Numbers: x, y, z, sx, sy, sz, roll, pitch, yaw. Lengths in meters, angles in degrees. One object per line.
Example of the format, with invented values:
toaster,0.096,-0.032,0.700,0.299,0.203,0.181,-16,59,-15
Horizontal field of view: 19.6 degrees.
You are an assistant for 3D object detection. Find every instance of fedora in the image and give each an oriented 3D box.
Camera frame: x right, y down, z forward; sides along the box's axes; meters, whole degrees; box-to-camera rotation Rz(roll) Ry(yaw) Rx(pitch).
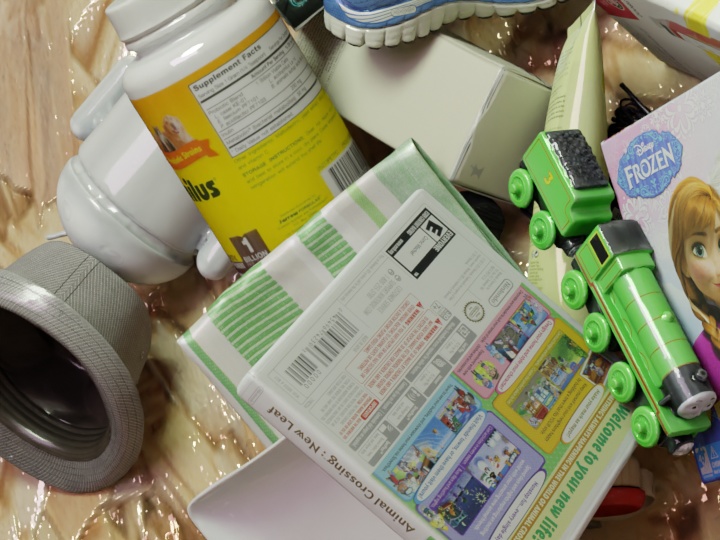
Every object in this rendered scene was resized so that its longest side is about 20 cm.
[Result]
fedora,-0.206,0.052,1.430,0.176,0.201,0.090,28,54,13

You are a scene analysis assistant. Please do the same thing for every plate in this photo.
plate,0.021,0.164,1.168,0.200,0.032,0.199,49,133,-2

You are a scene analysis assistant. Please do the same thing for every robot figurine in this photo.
robot figurine,-0.131,-0.072,1.438,0.200,0.113,0.170,-48,65,10

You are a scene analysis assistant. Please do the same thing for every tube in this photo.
tube,0.127,-0.054,1.232,0.058,0.052,0.201,-4,80,43

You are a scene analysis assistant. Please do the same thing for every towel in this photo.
towel,0.004,0.038,1.280,0.200,0.153,0.023,-38,8,19

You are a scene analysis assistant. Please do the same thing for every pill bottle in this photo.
pill bottle,-0.077,-0.099,1.321,0.109,0.201,0.109,-29,15,8

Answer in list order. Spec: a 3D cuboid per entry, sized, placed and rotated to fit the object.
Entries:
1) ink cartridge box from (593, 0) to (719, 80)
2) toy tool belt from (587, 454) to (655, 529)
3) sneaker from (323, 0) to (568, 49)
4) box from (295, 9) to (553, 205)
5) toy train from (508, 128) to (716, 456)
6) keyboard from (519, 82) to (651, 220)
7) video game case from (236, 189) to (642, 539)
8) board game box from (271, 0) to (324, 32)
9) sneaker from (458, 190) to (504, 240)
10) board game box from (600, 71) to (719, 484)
ink cartridge box,0.226,-0.148,1.169,0.200,0.145,0.084,33,90,43
toy tool belt,0.068,0.089,1.206,0.199,0.125,0.124,-14,71,33
sneaker,0.070,-0.205,1.292,0.199,0.090,0.079,-19,35,-18
box,0.038,-0.118,1.339,0.200,0.068,0.083,37,105,47
toy train,0.140,0.008,1.143,0.201,0.042,0.056,64,143,27
keyboard,0.178,-0.036,1.239,0.200,0.039,0.105,43,114,45
video game case,0.053,0.066,1.091,0.182,0.200,0.022,40,131,2
board game box,-0.019,-0.235,1.408,0.135,0.028,0.200,-40,23,3
sneaker,0.000,0.000,1.333,0.200,0.070,0.082,-38,50,15
board game box,0.212,-0.003,1.073,0.200,0.041,0.201,-33,71,64
